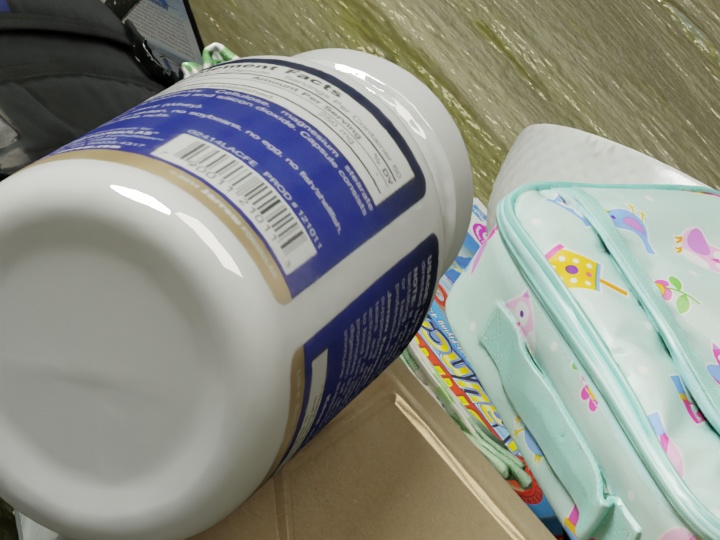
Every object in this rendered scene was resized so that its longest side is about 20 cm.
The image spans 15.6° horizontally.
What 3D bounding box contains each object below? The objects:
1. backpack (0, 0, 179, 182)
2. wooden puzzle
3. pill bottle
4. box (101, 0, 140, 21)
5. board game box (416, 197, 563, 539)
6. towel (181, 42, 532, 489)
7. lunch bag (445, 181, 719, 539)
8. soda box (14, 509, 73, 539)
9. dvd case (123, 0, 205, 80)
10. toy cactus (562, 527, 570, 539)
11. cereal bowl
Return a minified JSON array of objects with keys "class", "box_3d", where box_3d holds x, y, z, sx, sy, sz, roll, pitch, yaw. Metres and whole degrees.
[{"class":"backpack","box_3d":[-0.147,-0.038,0.940,0.176,0.153,0.200,50,26,15]},{"class":"wooden puzzle","box_3d":[0.021,0.127,0.840,0.185,0.037,0.200,49,31,7]},{"class":"pill bottle","box_3d":[-0.040,-0.002,0.819,0.116,0.116,0.200,44,28,5]},{"class":"box","box_3d":[-0.113,-0.136,1.150,0.040,0.137,0.200,41,32,-10]},{"class":"board game box","box_3d":[0.046,0.052,1.211,0.200,0.056,0.195,52,25,21]},{"class":"towel","box_3d":[0.000,0.000,1.021,0.200,0.023,0.153,54,1,-1]},{"class":"lunch bag","box_3d":[0.129,0.053,0.979,0.160,0.077,0.200,4,41,-38]},{"class":"soda box","box_3d":[-0.022,0.098,0.921,0.199,0.068,0.064,28,26,-31]},{"class":"dvd case","box_3d":[-0.139,-0.143,1.309,0.142,0.018,0.200,26,27,-34]},{"class":"toy cactus","box_3d":[0.098,0.127,1.063,0.102,0.201,0.164,6,8,44]},{"class":"cereal bowl","box_3d":[0.138,0.019,1.192,0.199,0.084,0.200,31,-8,5]}]
